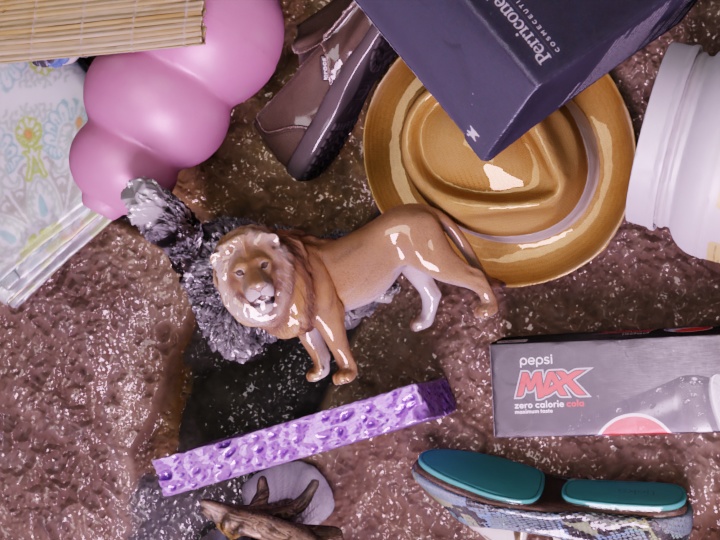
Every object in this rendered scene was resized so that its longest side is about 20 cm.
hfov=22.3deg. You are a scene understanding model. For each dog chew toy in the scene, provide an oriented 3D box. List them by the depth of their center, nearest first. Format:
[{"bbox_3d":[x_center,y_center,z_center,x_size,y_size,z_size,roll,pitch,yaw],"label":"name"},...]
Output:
[{"bbox_3d":[-0.138,-0.129,1.288,0.124,0.125,0.200,28,85,11],"label":"dog chew toy"}]

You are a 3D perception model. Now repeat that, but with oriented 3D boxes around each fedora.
[{"bbox_3d":[0.091,-0.081,1.265,0.200,0.082,0.201,1,93,14],"label":"fedora"}]

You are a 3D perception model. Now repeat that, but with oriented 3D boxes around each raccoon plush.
[{"bbox_3d":[-0.059,-0.010,1.263,0.134,0.200,0.097,-22,61,15],"label":"raccoon plush"}]

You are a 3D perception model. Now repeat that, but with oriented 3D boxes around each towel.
[{"bbox_3d":[-0.265,-0.096,1.374,0.171,0.048,0.200,-39,83,9],"label":"towel"}]

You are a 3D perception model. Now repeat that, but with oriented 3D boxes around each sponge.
[{"bbox_3d":[-0.037,0.116,1.291,0.200,0.112,0.030,-17,86,14],"label":"sponge"}]

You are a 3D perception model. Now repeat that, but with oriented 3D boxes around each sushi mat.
[{"bbox_3d":[-0.190,-0.193,1.254,0.199,0.012,0.096,-2,81,26],"label":"sushi mat"}]

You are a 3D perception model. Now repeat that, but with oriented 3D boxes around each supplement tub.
[{"bbox_3d":[0.285,-0.066,1.186,0.199,0.145,0.146,16,96,13],"label":"supplement tub"}]

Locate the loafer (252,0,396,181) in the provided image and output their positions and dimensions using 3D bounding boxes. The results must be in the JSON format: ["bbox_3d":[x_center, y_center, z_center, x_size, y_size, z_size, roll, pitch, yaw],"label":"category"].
[{"bbox_3d":[-0.016,-0.162,1.293,0.071,0.073,0.200,33,99,11],"label":"loafer"}]

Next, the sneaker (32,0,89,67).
[{"bbox_3d":[-0.225,-0.240,1.346,0.077,0.085,0.200,-35,68,50],"label":"sneaker"}]

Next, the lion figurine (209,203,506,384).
[{"bbox_3d":[0.000,0.000,1.229,0.200,0.072,0.123,-25,104,-23],"label":"lion figurine"}]

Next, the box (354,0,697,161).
[{"bbox_3d":[0.105,-0.216,1.193,0.200,0.117,0.197,-36,82,-23],"label":"box"}]

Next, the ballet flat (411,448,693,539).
[{"bbox_3d":[0.130,0.175,1.278,0.199,0.074,0.074,9,94,17],"label":"ballet flat"}]

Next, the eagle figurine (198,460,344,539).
[{"bbox_3d":[-0.082,0.248,1.318,0.152,0.151,0.200,53,143,46],"label":"eagle figurine"}]

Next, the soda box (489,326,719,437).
[{"bbox_3d":[0.192,0.077,1.257,0.199,0.063,0.071,-3,91,15],"label":"soda box"}]
